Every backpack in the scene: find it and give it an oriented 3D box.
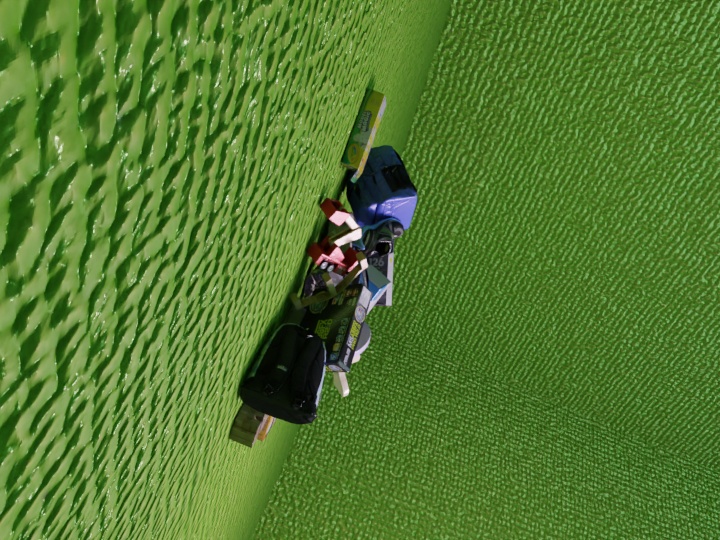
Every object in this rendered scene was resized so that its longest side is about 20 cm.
[{"bbox_3d":[-0.148,0.205,1.316,0.154,0.160,0.203,122,-14,-54],"label":"backpack"},{"bbox_3d":[0.044,-0.220,1.655,0.164,0.164,0.203,110,-34,-55],"label":"backpack"}]

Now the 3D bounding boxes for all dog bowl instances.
[{"bbox_3d":[-0.048,-0.046,1.620,0.200,0.057,0.205,0,90,-87],"label":"dog bowl"}]

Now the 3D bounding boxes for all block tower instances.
[{"bbox_3d":[-0.216,0.286,1.389,0.201,0.057,0.055,-67,178,-56],"label":"block tower"}]

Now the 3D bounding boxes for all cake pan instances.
[{"bbox_3d":[-0.175,0.175,1.552,0.200,0.036,0.204,22,89,-87],"label":"cake pan"}]

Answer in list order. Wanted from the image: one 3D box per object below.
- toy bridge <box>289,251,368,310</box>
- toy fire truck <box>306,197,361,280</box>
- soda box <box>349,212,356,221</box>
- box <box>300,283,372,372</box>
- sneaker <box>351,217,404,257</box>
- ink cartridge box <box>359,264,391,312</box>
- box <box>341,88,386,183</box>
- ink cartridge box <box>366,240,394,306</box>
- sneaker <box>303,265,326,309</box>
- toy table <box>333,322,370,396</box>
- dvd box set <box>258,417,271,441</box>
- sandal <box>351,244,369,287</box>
[{"bbox_3d":[-0.070,0.034,1.444,0.198,0.027,0.068,-32,145,-9],"label":"toy bridge"},{"bbox_3d":[-0.044,-0.065,1.428,0.142,0.049,0.199,-49,142,12],"label":"toy fire truck"},{"bbox_3d":[-0.060,-0.061,1.796,0.068,0.062,0.204,85,27,-83],"label":"soda box"},{"bbox_3d":[-0.068,0.132,1.457,0.044,0.158,0.203,43,54,-38],"label":"box"},{"bbox_3d":[0.050,-0.074,1.577,0.071,0.083,0.199,-45,169,33],"label":"sneaker"},{"bbox_3d":[-0.016,0.092,1.765,0.201,0.084,0.144,-54,172,14],"label":"ink cartridge box"},{"bbox_3d":[0.005,-0.305,1.480,0.117,0.047,0.204,-38,146,-85],"label":"box"},{"bbox_3d":[0.001,0.000,1.876,0.047,0.194,0.205,10,81,-62],"label":"ink cartridge box"},{"bbox_3d":[-0.113,0.072,1.647,0.086,0.076,0.203,-72,-179,-56],"label":"sneaker"},{"bbox_3d":[-0.071,0.209,1.605,0.185,0.196,0.119,-117,-152,-42],"label":"toy table"},{"bbox_3d":[-0.232,0.351,1.778,0.146,0.029,0.204,-58,169,-75],"label":"dvd box set"},{"bbox_3d":[0.000,-0.001,1.588,0.076,0.042,0.205,68,22,-83],"label":"sandal"}]
